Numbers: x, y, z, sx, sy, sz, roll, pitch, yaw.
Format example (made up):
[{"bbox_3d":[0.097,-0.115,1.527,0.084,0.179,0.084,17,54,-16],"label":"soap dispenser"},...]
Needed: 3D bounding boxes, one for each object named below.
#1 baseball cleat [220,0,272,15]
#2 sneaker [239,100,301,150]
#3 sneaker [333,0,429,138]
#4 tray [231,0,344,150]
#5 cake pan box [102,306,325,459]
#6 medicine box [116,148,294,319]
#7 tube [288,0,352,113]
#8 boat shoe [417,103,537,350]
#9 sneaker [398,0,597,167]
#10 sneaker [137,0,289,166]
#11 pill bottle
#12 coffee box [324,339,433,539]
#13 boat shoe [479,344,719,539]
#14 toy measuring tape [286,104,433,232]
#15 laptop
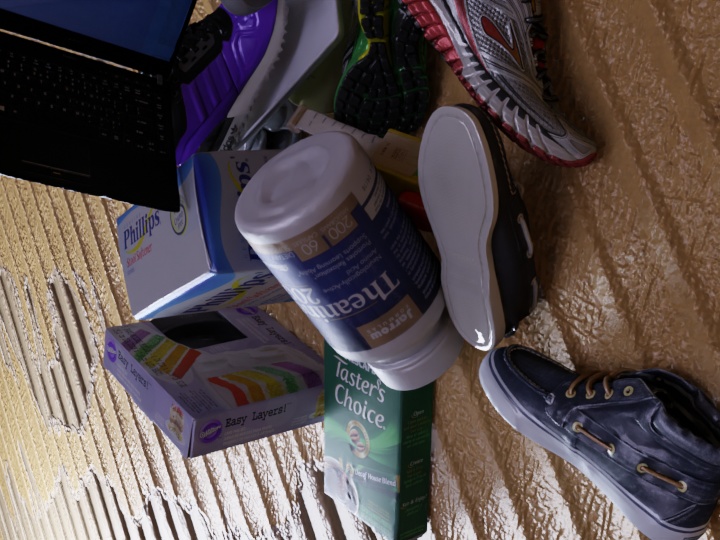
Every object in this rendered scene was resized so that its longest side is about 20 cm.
[{"bbox_3d":[-0.042,-0.292,0.829,0.106,0.070,0.201,14,73,47],"label":"baseball cleat"},{"bbox_3d":[-0.127,-0.143,1.056,0.200,0.075,0.115,-44,62,46],"label":"sneaker"},{"bbox_3d":[0.024,-0.190,0.854,0.085,0.078,0.201,-91,12,-49],"label":"sneaker"},{"bbox_3d":[-0.068,-0.189,0.908,0.200,0.022,0.108,-38,50,46],"label":"tray"},{"bbox_3d":[-0.142,0.103,1.057,0.200,0.183,0.053,35,122,45],"label":"cake pan box"},{"bbox_3d":[-0.091,-0.032,0.930,0.182,0.199,0.104,-25,75,54],"label":"medicine box"},{"bbox_3d":[-0.017,-0.238,0.905,0.058,0.052,0.201,26,120,10],"label":"tube"},{"bbox_3d":[0.093,-0.035,0.754,0.074,0.060,0.201,23,136,47],"label":"boat shoe"},{"bbox_3d":[0.104,-0.157,0.729,0.082,0.078,0.200,-37,84,12],"label":"sneaker"},{"bbox_3d":[-0.137,-0.180,0.896,0.201,0.099,0.070,-64,35,17],"label":"sneaker"},{"bbox_3d":[0.000,0.000,0.806,0.111,0.111,0.200,13,147,52],"label":"pill bottle"},{"bbox_3d":[0.014,0.140,0.972,0.123,0.044,0.201,25,119,49],"label":"coffee box"},{"bbox_3d":[0.173,0.093,0.724,0.200,0.071,0.091,39,129,32],"label":"boat shoe"},{"bbox_3d":[0.030,-0.080,0.843,0.199,0.073,0.074,24,120,28],"label":"toy measuring tape"},{"bbox_3d":[-0.198,-0.167,0.771,0.103,0.177,0.201,-36,54,42],"label":"laptop"}]
